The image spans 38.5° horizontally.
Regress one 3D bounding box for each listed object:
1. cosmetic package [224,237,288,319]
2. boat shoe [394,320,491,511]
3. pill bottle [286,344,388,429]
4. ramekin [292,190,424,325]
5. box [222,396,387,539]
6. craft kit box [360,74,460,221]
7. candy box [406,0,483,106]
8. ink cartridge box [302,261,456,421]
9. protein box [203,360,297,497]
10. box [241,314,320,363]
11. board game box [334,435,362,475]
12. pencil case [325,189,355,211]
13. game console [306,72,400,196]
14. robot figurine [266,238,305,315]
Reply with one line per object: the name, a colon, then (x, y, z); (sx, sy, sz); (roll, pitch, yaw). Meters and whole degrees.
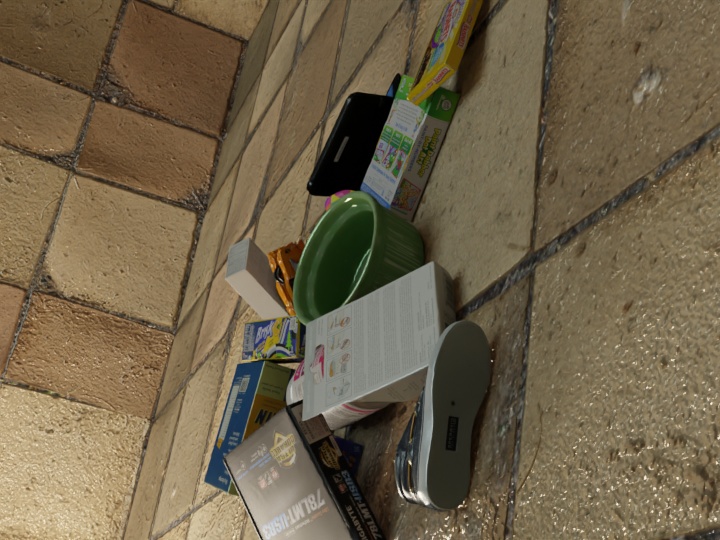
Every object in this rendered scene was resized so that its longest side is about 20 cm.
cosmetic package: (-0.159, 0.041, 1.812); (0.050, 0.200, 0.083); (-23, 38, 22)
boat shoe: (0.081, 0.155, 1.108); (0.091, 0.070, 0.202); (-20, 56, 65)
pill bottle: (-0.027, 0.152, 1.393); (0.200, 0.113, 0.114); (139, 146, -60)
ramekin: (0.000, 0.000, 1.435); (0.200, 0.097, 0.201); (-39, 38, 39)
box: (-0.077, 0.286, 1.298); (0.200, 0.049, 0.200); (-41, 71, 47)
craft kit box: (0.071, -0.191, 1.568); (0.200, 0.048, 0.199); (-127, 54, -71)
candy box: (0.128, -0.335, 1.479); (0.102, 0.026, 0.201); (-33, 30, 52)
ink cartridge box: (0.024, 0.094, 1.251); (0.199, 0.057, 0.163); (-31, 37, 27)
protein box: (-0.139, 0.258, 1.614); (0.198, 0.134, 0.202); (161, 125, -70)
box: (-0.109, 0.106, 1.562); (0.200, 0.070, 0.065); (-11, 75, 61)
board game box: (-0.063, 0.330, 1.445); (0.134, 0.044, 0.202); (172, 115, -72)
pencil case: (-0.022, -0.026, 1.600); (0.088, 0.088, 0.201); (133, 146, -56)
game console: (-0.010, -0.236, 1.765); (0.117, 0.175, 0.201); (52, 128, 37)
robot figurine: (-0.085, 0.053, 1.644); (0.201, 0.058, 0.145); (66, 164, -4)
